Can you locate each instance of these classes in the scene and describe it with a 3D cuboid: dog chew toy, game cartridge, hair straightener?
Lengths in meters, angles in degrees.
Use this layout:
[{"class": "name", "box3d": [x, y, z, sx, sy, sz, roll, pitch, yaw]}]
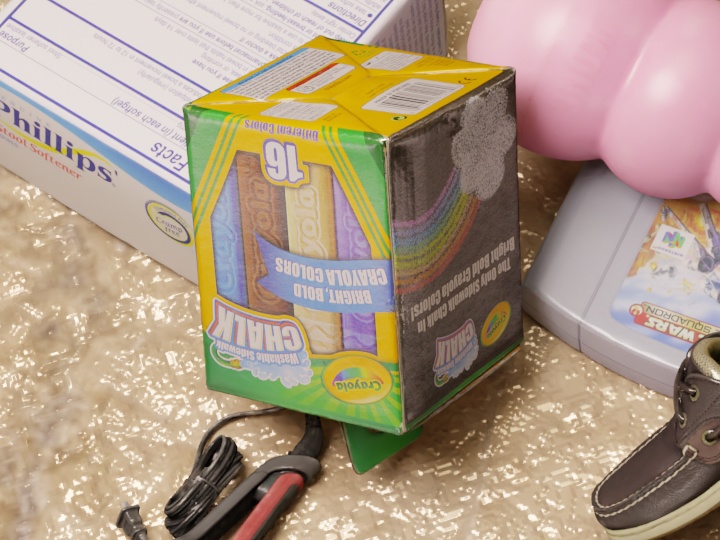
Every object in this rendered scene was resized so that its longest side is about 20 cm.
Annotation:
[{"class": "dog chew toy", "box3d": [0.157, -0.094, 1.478, 0.200, 0.125, 0.125, 30, 65, 13]}, {"class": "game cartridge", "box3d": [0.192, 0.008, 1.496, 0.200, 0.042, 0.133, 20, 58, 17]}, {"class": "hair straightener", "box3d": [-0.087, 0.126, 1.442, 0.077, 0.041, 0.200, 26, 61, 20]}]

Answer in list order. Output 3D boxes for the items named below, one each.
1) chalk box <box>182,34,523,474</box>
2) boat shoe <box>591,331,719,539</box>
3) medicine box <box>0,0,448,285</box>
[{"class": "chalk box", "box3d": [0.000, 0.000, 1.432, 0.124, 0.201, 0.124, 12, 27, 31]}, {"class": "boat shoe", "box3d": [0.185, 0.058, 1.399, 0.200, 0.065, 0.073, -40, 19, 17]}, {"class": "medicine box", "box3d": [-0.081, -0.115, 1.559, 0.182, 0.103, 0.200, 31, 66, 22]}]
